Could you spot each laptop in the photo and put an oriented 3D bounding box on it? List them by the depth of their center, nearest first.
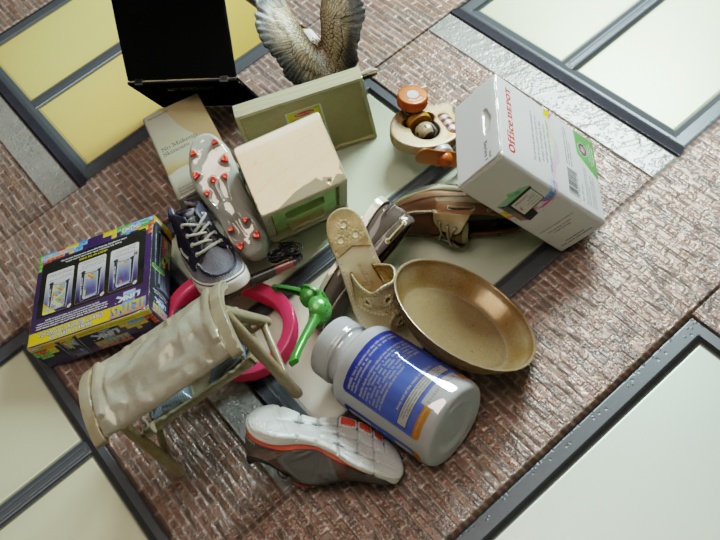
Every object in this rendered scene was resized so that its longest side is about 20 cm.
[{"bbox_3d":[-0.268,-0.343,1.507,0.184,0.200,0.118,1,83,14],"label":"laptop"}]

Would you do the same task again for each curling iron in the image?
[{"bbox_3d":[-0.164,0.017,1.311,0.198,0.026,0.050,-31,30,-6],"label":"curling iron"}]

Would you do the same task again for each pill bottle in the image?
[{"bbox_3d":[0.037,0.137,1.157,0.199,0.113,0.112,31,66,30],"label":"pill bottle"}]

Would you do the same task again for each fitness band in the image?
[{"bbox_3d":[-0.178,0.074,1.306,0.198,0.038,0.144,21,59,25],"label":"fitness band"}]

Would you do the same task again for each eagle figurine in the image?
[{"bbox_3d":[-0.067,-0.350,1.480,0.149,0.201,0.153,23,62,26],"label":"eagle figurine"}]

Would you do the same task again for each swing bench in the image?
[{"bbox_3d":[-0.205,0.124,1.137,0.197,0.200,0.131,-32,61,5],"label":"swing bench"}]

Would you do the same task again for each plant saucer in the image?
[{"bbox_3d":[0.124,0.064,1.185,0.197,0.036,0.202,20,32,-13],"label":"plant saucer"}]

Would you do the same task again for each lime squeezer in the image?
[{"bbox_3d":[-0.070,0.052,1.218,0.071,0.038,0.201,-46,27,12],"label":"lime squeezer"}]

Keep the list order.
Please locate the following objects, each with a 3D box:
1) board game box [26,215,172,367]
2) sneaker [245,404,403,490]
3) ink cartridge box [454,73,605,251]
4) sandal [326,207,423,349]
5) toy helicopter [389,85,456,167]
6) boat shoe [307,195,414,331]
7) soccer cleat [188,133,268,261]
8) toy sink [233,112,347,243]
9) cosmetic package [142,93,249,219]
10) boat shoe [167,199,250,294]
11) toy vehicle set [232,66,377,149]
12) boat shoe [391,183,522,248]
[{"bbox_3d":[-0.364,0.029,1.349,0.197,0.057,0.167,-17,53,15],"label":"board game box"},{"bbox_3d":[-0.047,0.225,1.150,0.197,0.083,0.077,18,29,2],"label":"sneaker"},{"bbox_3d":[0.220,-0.139,1.256,0.084,0.198,0.147,-35,40,39],"label":"ink cartridge box"},{"bbox_3d":[0.015,0.017,1.209,0.077,0.070,0.214,-28,87,-3],"label":"sandal"},{"bbox_3d":[0.141,-0.198,1.403,0.196,0.080,0.134,2,47,-1],"label":"toy helicopter"},{"bbox_3d":[0.000,0.000,1.278,0.059,0.072,0.202,30,84,14],"label":"boat shoe"},{"bbox_3d":[-0.189,-0.101,1.369,0.068,0.078,0.202,-27,77,-1],"label":"soccer cleat"},{"bbox_3d":[-0.094,-0.120,1.362,0.129,0.200,0.114,-23,82,-6],"label":"toy sink"},{"bbox_3d":[-0.256,-0.172,1.478,0.104,0.072,0.201,-27,53,-7],"label":"cosmetic package"},{"bbox_3d":[-0.216,-0.034,1.308,0.074,0.094,0.199,-29,26,-18],"label":"boat shoe"},{"bbox_3d":[-0.081,-0.224,1.440,0.197,0.125,0.027,-17,52,0],"label":"toy vehicle set"},{"bbox_3d":[0.133,-0.073,1.311,0.196,0.076,0.075,-10,56,7],"label":"boat shoe"}]
